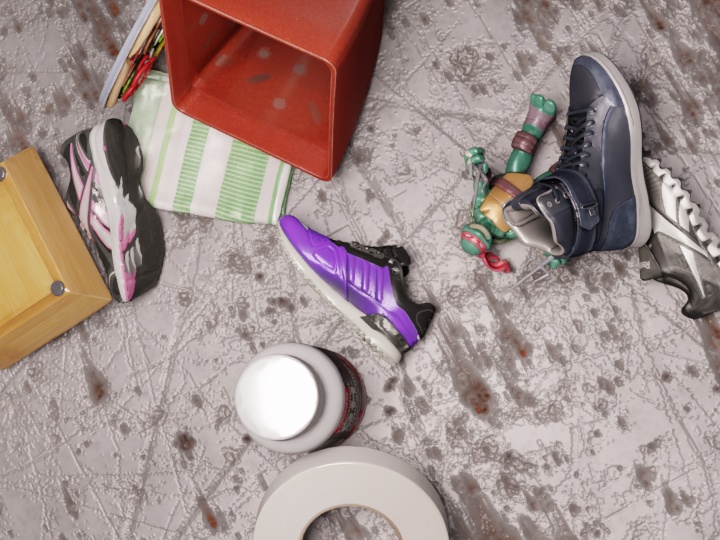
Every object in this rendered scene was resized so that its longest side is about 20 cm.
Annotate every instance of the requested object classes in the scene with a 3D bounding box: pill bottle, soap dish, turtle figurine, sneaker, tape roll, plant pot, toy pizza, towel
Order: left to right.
[{"bbox_3d":[-0.386,-0.014,1.501,0.157,0.081,0.200,-31,80,14],"label":"soap dish"},{"bbox_3d":[-0.278,-0.063,1.501,0.086,0.080,0.200,-7,92,30],"label":"sneaker"},{"bbox_3d":[-0.219,-0.256,1.457,0.032,0.200,0.200,29,89,-9],"label":"toy pizza"},{"bbox_3d":[-0.169,-0.135,1.515,0.200,0.023,0.153,11,86,11],"label":"towel"},{"bbox_3d":[-0.072,-0.249,1.421,0.200,0.200,0.176,27,62,12],"label":"plant pot"},{"bbox_3d":[-0.063,0.129,1.373,0.111,0.200,0.111,-1,84,10],"label":"pill bottle"},{"bbox_3d":[-0.009,0.275,1.384,0.203,0.037,0.203,0,110,1],"label":"tape roll"},{"bbox_3d":[0.000,0.000,1.450,0.100,0.070,0.200,-43,82,-4],"label":"sneaker"},{"bbox_3d":[0.158,-0.077,1.407,0.150,0.101,0.200,42,76,-15],"label":"turtle figurine"},{"bbox_3d":[0.204,-0.110,1.340,0.146,0.077,0.203,-12,91,-27],"label":"sneaker"},{"bbox_3d":[0.311,-0.035,1.392,0.090,0.066,0.200,-35,81,2],"label":"sneaker"}]
